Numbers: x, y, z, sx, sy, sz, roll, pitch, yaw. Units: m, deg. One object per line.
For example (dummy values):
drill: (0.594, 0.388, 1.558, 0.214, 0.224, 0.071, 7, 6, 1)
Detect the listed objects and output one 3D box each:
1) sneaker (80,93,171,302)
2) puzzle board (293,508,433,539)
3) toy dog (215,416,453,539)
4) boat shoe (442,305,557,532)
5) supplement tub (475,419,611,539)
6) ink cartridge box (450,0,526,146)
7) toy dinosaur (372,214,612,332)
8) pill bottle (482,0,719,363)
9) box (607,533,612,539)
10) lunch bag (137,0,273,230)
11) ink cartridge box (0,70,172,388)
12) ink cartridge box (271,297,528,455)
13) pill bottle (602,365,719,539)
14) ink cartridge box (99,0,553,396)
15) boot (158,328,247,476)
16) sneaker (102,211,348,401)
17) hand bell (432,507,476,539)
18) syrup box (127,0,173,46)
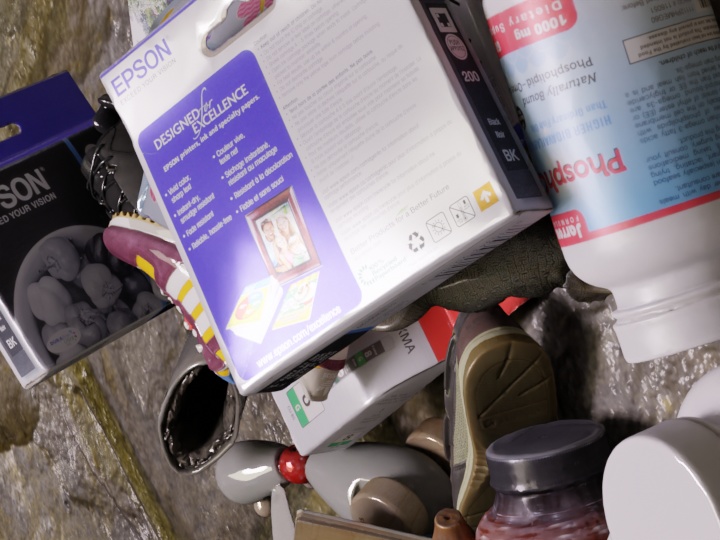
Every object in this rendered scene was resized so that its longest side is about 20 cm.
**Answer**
sneaker: (-0.152, -0.053, 1.585, 0.200, 0.090, 0.076, -101, 26, -48)
puzzle board: (0.027, 0.214, 1.436, 0.200, 0.150, 0.017, 98, -176, -57)
toy dog: (0.000, 0.155, 1.476, 0.200, 0.132, 0.097, 18, 134, 59)
boat shoe: (0.086, 0.099, 1.355, 0.066, 0.072, 0.201, -106, 7, -48)
supplement tub: (0.126, 0.190, 1.289, 0.107, 0.107, 0.201, 1, 107, 60)
ink cartridge box: (0.046, -0.162, 1.291, 0.094, 0.044, 0.201, -39, 71, 59)
toy dinosaur: (0.082, -0.007, 1.229, 0.102, 0.199, 0.077, -29, -66, -79)
pill bottle: (0.140, -0.061, 1.118, 0.109, 0.108, 0.201, -18, 90, 61)
box: (0.219, 0.195, 1.103, 0.200, 0.130, 0.199, 51, 145, 32)
lunch bag: (-0.048, -0.107, 1.305, 0.170, 0.127, 0.201, 30, 109, 62)
ink cartridge box: (-0.218, -0.041, 1.618, 0.043, 0.198, 0.200, -34, 88, 44)
ink cartridge box: (0.000, 0.000, 1.395, 0.200, 0.050, 0.161, -42, 66, 42)
pill bottle: (0.208, 0.081, 0.984, 0.111, 0.200, 0.111, 37, 136, 46)
ink cartridge box: (-0.024, -0.068, 1.162, 0.198, 0.043, 0.200, -34, 74, 31)
boot: (-0.096, 0.068, 1.540, 0.200, 0.072, 0.182, -87, 4, -49)
sneaker: (-0.091, 0.021, 1.400, 0.200, 0.075, 0.090, 17, 97, 39)
hand bell: (0.070, 0.215, 1.355, 0.104, 0.104, 0.200, 39, 152, 45)
syrup box: (-0.106, -0.197, 1.499, 0.079, 0.081, 0.201, 29, 130, 54)
